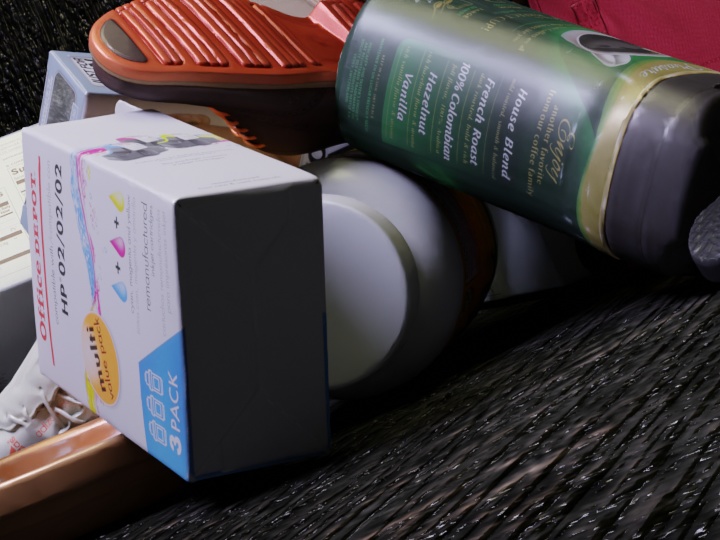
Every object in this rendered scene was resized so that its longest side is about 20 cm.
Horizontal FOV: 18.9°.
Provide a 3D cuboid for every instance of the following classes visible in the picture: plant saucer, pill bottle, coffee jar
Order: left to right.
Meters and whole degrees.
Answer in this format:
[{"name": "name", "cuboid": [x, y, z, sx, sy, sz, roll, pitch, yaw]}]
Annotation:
[{"name": "plant saucer", "cuboid": [-0.132, 0.096, 0.999, 0.199, 0.038, 0.200, -22, 1, 1]}, {"name": "pill bottle", "cuboid": [0.000, 0.000, 1.032, 0.112, 0.113, 0.200, -21, 2, 12]}, {"name": "coffee jar", "cuboid": [0.091, -0.064, 0.954, 0.199, 0.086, 0.104, 24, 19, 38]}]

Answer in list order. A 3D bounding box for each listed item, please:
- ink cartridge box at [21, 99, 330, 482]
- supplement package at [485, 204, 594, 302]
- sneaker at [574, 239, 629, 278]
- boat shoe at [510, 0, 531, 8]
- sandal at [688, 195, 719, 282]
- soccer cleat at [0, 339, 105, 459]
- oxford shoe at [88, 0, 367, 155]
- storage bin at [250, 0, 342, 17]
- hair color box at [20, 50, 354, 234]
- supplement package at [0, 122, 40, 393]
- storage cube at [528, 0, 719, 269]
[{"name": "ink cartridge box", "cuboid": [-0.089, 0.001, 0.912, 0.067, 0.116, 0.200, -10, 18, -28]}, {"name": "supplement package", "cuboid": [0.130, -0.082, 1.272, 0.190, 0.148, 0.200, -23, 3, -18]}, {"name": "sneaker", "cuboid": [0.184, -0.075, 1.142, 0.201, 0.083, 0.072, -64, 17, -17]}, {"name": "boat shoe", "cuboid": [0.058, -0.133, 1.096, 0.074, 0.201, 0.066, 17, 23, 34]}, {"name": "sandal", "cuboid": [0.180, -0.031, 0.824, 0.075, 0.045, 0.200, -28, 4, 29]}, {"name": "soccer cleat", "cuboid": [-0.156, 0.071, 1.125, 0.077, 0.069, 0.200, -35, -13, -39]}, {"name": "oxford shoe", "cuboid": [-0.047, -0.083, 1.010, 0.199, 0.071, 0.073, -1, -49, -42]}, {"name": "storage bin", "cuboid": [0.006, -0.225, 1.112, 0.200, 0.093, 0.199, -50, -8, -45]}, {"name": "hair color box", "cuboid": [-0.070, -0.055, 1.137, 0.199, 0.100, 0.061, 1, 26, -28]}, {"name": "supplement package", "cuboid": [-0.198, 0.020, 1.336, 0.155, 0.111, 0.201, -22, -34, -13]}, {"name": "storage cube", "cuboid": [0.213, -0.118, 1.027, 0.199, 0.172, 0.179, -23, 4, -36]}]
